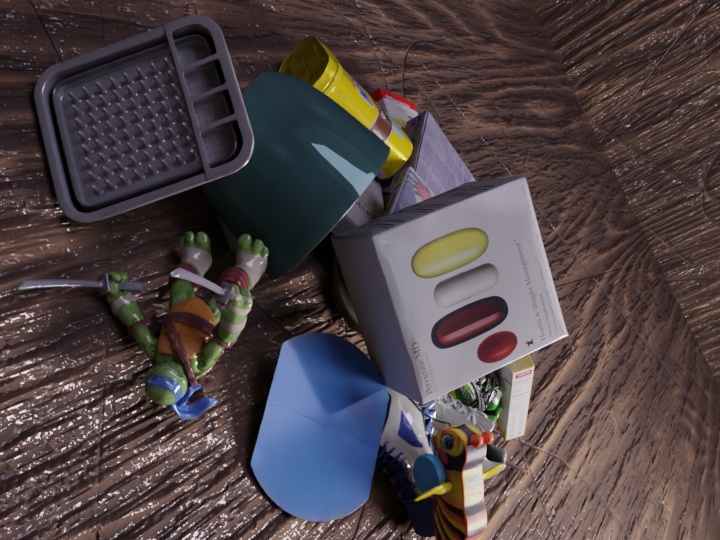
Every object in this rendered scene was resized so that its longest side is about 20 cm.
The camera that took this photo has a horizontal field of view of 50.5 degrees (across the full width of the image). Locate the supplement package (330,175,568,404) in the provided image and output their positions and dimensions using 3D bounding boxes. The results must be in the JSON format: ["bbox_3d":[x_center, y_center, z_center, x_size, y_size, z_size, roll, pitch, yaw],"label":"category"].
[{"bbox_3d":[0.101,0.016,0.886,0.197,0.147,0.195,-22,99,-17],"label":"supplement package"}]

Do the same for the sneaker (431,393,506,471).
[{"bbox_3d":[0.137,0.207,1.073,0.202,0.091,0.076,56,32,-9],"label":"sneaker"}]

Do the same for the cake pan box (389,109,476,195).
[{"bbox_3d":[0.128,-0.132,1.234,0.185,0.052,0.202,49,37,-32],"label":"cake pan box"}]

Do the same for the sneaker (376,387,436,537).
[{"bbox_3d":[0.043,0.229,0.943,0.114,0.080,0.204,-1,74,-41],"label":"sneaker"}]

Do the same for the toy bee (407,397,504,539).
[{"bbox_3d":[0.107,0.223,0.872,0.130,0.108,0.203,-32,96,-38],"label":"toy bee"}]

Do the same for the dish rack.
[{"bbox_3d":[-0.210,-0.144,0.752,0.044,0.196,0.175,76,-5,-77],"label":"dish rack"}]

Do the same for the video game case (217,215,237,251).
[{"bbox_3d":[-0.138,-0.128,0.981,0.181,0.023,0.203,-12,78,-58],"label":"video game case"}]

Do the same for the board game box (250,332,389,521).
[{"bbox_3d":[-0.049,0.175,0.858,0.156,0.039,0.204,27,64,-29],"label":"board game box"}]

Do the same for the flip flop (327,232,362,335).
[{"bbox_3d":[0.000,0.000,1.056,0.080,0.057,0.204,26,47,-45],"label":"flip flop"}]

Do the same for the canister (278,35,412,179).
[{"bbox_3d":[-0.020,-0.241,1.151,0.199,0.086,0.149,38,14,-35],"label":"canister"}]

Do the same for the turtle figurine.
[{"bbox_3d":[-0.165,0.013,0.719,0.201,0.142,0.195,53,28,-22],"label":"turtle figurine"}]

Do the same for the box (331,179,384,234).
[{"bbox_3d":[-0.023,-0.109,1.074,0.144,0.036,0.201,40,23,-25],"label":"box"}]

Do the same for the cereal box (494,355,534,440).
[{"bbox_3d":[0.213,0.145,1.156,0.202,0.039,0.146,81,-7,-49],"label":"cereal box"}]

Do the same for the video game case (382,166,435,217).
[{"bbox_3d":[0.108,-0.024,1.038,0.200,0.023,0.183,46,34,-17],"label":"video game case"}]

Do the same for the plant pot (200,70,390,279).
[{"bbox_3d":[-0.090,-0.119,0.849,0.161,0.200,0.202,42,35,-12],"label":"plant pot"}]

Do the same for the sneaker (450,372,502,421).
[{"bbox_3d":[0.165,0.148,1.089,0.078,0.084,0.201,-50,144,-20],"label":"sneaker"}]

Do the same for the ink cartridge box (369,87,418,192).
[{"bbox_3d":[0.057,-0.234,1.310,0.115,0.067,0.204,4,64,-56],"label":"ink cartridge box"}]
